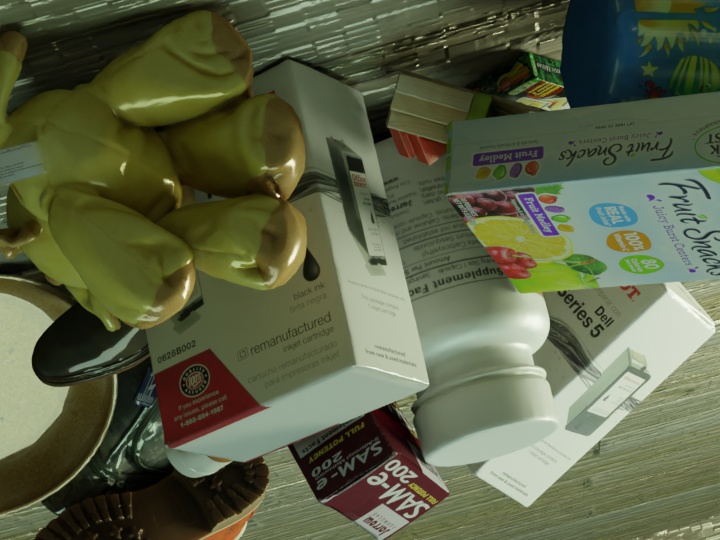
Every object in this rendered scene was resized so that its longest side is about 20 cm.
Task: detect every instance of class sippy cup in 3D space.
[{"bbox_3d":[0.190,-0.127,1.073,0.130,0.140,0.178,1,132,-15],"label":"sippy cup"}]

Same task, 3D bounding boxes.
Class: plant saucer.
[{"bbox_3d":[-0.276,0.086,1.329,0.200,0.035,0.200,-9,118,-17],"label":"plant saucer"}]

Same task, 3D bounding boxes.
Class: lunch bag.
[{"bbox_3d":[-0.165,0.103,1.465,0.168,0.139,0.200,-40,155,18],"label":"lunch bag"}]

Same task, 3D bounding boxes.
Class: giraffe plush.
[{"bbox_3d":[-0.141,-0.039,1.040,0.200,0.173,0.162,0,166,-15],"label":"giraffe plush"}]

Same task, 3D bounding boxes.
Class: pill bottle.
[{"bbox_3d":[0.059,0.018,1.193,0.114,0.200,0.114,-14,162,-5],"label":"pill bottle"}]

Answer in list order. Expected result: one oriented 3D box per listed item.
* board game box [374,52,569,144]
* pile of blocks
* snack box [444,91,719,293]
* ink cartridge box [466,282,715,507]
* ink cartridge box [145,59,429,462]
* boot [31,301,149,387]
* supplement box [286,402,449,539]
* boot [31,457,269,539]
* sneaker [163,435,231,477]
[{"bbox_3d":[0.069,-0.086,1.252,0.200,0.023,0.105,-28,159,36],"label":"board game box"},{"bbox_3d":[0.101,-0.070,1.139,0.200,0.062,0.082,12,-171,-23],"label":"pile of blocks"},{"bbox_3d":[0.164,-0.042,1.061,0.200,0.053,0.142,-5,155,22],"label":"snack box"},{"bbox_3d":[0.144,0.054,1.403,0.200,0.146,0.084,-45,136,10],"label":"ink cartridge box"},{"bbox_3d":[-0.058,-0.004,1.114,0.147,0.200,0.083,-25,156,28],"label":"ink cartridge box"},{"bbox_3d":[-0.153,0.002,1.254,0.200,0.075,0.097,-33,150,1],"label":"boot"},{"bbox_3d":[-0.028,0.069,1.200,0.061,0.200,0.109,-34,151,6],"label":"supplement box"},{"bbox_3d":[-0.165,0.210,1.416,0.200,0.075,0.107,-22,158,-22],"label":"boot"},{"bbox_3d":[-0.063,0.072,1.379,0.073,0.200,0.085,45,142,-17],"label":"sneaker"}]
